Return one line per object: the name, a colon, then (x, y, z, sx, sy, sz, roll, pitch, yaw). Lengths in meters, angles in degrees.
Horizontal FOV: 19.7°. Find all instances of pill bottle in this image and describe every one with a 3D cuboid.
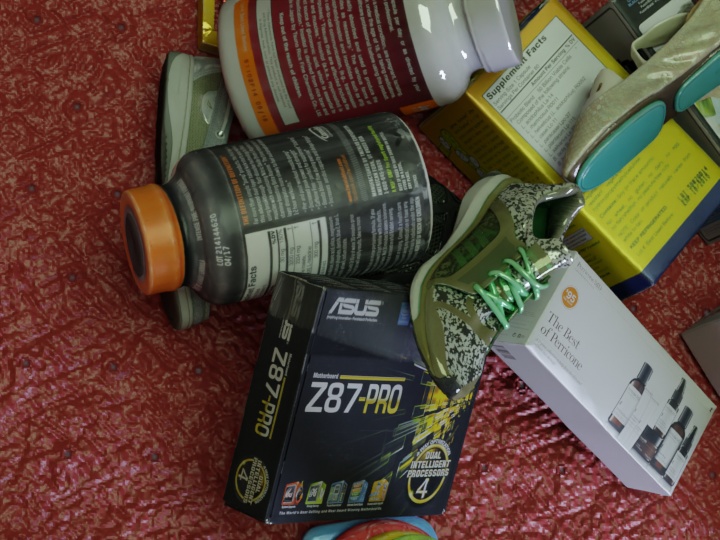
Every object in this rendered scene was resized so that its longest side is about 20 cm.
pill bottle: (-0.059, -0.038, 1.394, 0.198, 0.106, 0.107, -12, 82, -19)
pill bottle: (0.008, -0.161, 1.453, 0.198, 0.113, 0.114, -14, 81, 13)

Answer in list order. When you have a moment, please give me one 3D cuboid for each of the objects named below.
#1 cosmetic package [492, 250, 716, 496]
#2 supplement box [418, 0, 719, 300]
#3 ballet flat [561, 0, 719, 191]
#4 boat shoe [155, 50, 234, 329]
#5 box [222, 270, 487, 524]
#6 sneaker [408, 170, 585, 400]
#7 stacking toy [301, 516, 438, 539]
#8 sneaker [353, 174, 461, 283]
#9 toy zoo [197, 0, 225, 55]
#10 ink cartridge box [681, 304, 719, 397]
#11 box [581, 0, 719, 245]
cosmetic package: (0.177, 0.075, 1.501, 0.200, 0.050, 0.083, 44, 66, -34)
supplement box: (0.160, -0.085, 1.544, 0.200, 0.109, 0.109, 45, 70, -4)
ballet flat: (0.203, -0.130, 1.482, 0.199, 0.068, 0.062, -37, 63, -20)
boat shoe: (-0.114, -0.058, 1.478, 0.064, 0.074, 0.204, 3, 71, -11)
box: (0.004, 0.088, 1.414, 0.199, 0.049, 0.163, 7, 99, -51)
sneaker: (0.097, 0.001, 1.395, 0.077, 0.088, 0.201, 50, 45, -28)
stacking toy: (0.036, 0.217, 1.396, 0.109, 0.200, 0.117, -3, 79, -17)
sneaker: (0.000, 0.000, 1.499, 0.199, 0.076, 0.114, -40, 90, -23)
toy zoo: (-0.057, -0.229, 1.555, 0.130, 0.020, 0.202, 4, 78, -16)
ink cartridge box: (0.379, 0.044, 1.562, 0.199, 0.147, 0.147, -34, 90, -20)
box: (0.248, -0.125, 1.576, 0.060, 0.117, 0.201, -36, 92, -17)
